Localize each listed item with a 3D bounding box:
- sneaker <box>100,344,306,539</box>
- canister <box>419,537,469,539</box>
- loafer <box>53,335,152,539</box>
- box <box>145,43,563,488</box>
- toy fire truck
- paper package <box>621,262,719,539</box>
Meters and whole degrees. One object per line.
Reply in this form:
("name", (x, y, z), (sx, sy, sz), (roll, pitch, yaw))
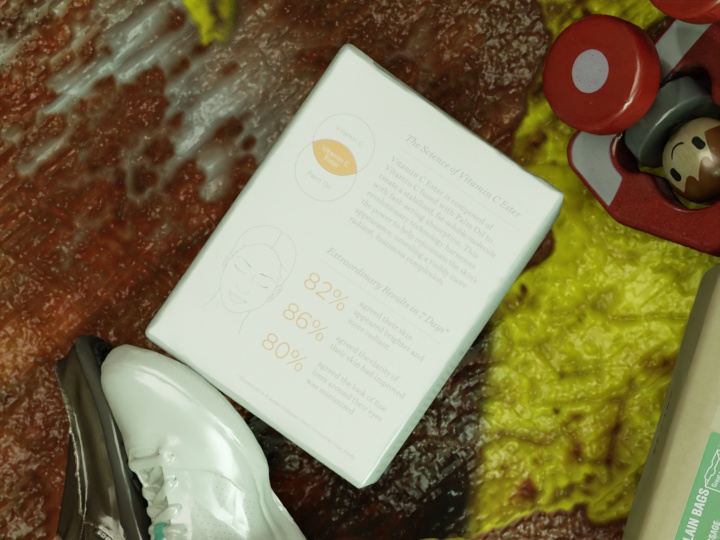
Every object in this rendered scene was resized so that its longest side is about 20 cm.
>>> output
("sneaker", (-0.095, 0.137, 1.347), (0.088, 0.075, 0.200), (-44, 113, -32))
("canister", (-0.011, 0.220, 1.303), (0.200, 0.149, 0.087), (-4, 126, -29))
("loafer", (-0.149, 0.138, 1.396), (0.071, 0.073, 0.200), (-16, 83, 14))
("box", (0.000, 0.000, 1.374), (0.152, 0.106, 0.200), (35, 89, 6))
("toy fire truck", (0.208, -0.095, 1.320), (0.200, 0.112, 0.168), (-50, 56, 20))
("paper package", (0.210, 0.101, 1.309), (0.103, 0.191, 0.200), (18, 89, 6))
